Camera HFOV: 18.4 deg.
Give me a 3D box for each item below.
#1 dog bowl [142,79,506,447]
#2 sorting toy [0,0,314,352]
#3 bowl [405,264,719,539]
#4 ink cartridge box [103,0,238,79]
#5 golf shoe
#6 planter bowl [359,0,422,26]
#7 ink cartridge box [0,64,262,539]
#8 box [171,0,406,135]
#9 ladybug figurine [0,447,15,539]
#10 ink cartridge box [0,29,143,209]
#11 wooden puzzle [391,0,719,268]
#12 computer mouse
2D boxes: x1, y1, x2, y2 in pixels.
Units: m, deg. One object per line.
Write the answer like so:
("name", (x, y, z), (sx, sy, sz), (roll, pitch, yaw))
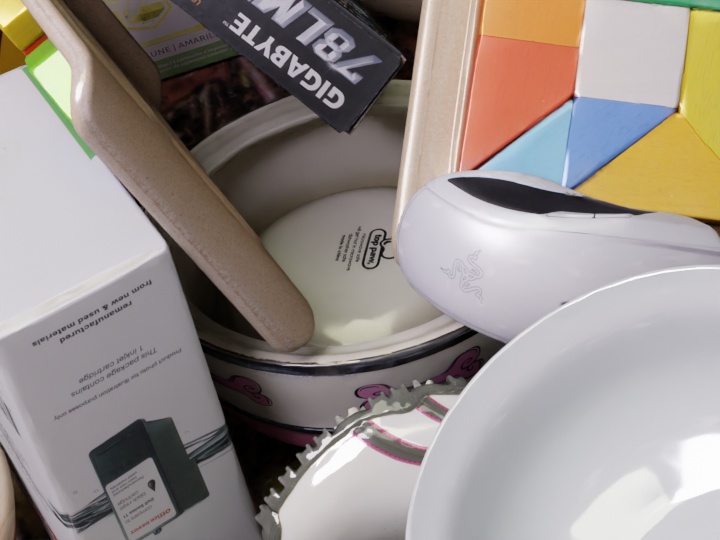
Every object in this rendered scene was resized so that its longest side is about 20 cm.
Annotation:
("dog bowl", (0.000, 0.000, 1.027), (0.200, 0.074, 0.200), (-7, 40, 6))
("sorting toy", (-0.105, -0.070, 0.928), (0.036, 0.185, 0.200), (-36, 47, 3))
("bowl", (0.125, 0.104, 0.837), (0.201, 0.090, 0.201), (-18, 48, 20))
("ink cartridge box", (-0.130, -0.184, 1.155), (0.145, 0.200, 0.048), (-17, 49, 1))
("golf shoe", (0.055, 0.089, 0.942), (0.200, 0.077, 0.088), (-22, 53, -4))
("planter bowl", (0.036, -0.208, 1.157), (0.135, 0.200, 0.200), (-20, 39, 37))
("ink cartridge box", (-0.124, 0.036, 0.956), (0.083, 0.200, 0.147), (-28, 47, -14))
("box", (-0.079, -0.153, 1.018), (0.050, 0.200, 0.199), (-52, 14, 6))
("ladybug figurine", (-0.218, 0.149, 0.967), (0.136, 0.072, 0.200), (8, 51, 24))
("ink cartridge box", (-0.165, -0.073, 1.064), (0.084, 0.200, 0.176), (16, 55, 30))
("wooden puzzle", (0.115, -0.086, 0.928), (0.185, 0.037, 0.200), (7, 89, 5))
("computer mouse", (0.111, 0.012, 0.903), (0.200, 0.110, 0.044), (11, 29, 3))
